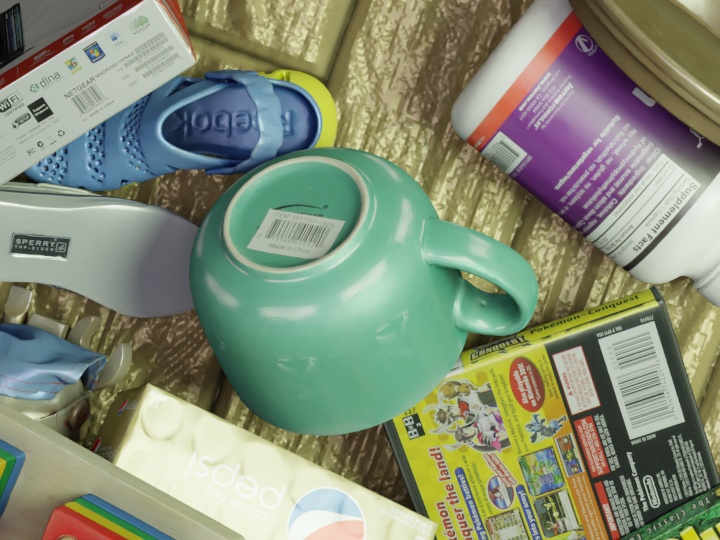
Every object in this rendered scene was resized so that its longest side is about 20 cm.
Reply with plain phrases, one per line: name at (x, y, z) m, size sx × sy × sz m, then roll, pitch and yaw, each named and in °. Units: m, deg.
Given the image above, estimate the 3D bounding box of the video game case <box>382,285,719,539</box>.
video game case at (0.122, 0.126, 1.337) m, size 0.180 × 0.026 × 0.200 m, roll -19°, pitch 113°, yaw 3°

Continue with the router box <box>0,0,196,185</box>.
router box at (-0.200, -0.116, 1.292) m, size 0.200 × 0.180 × 0.049 m, roll -32°, pitch 116°, yaw 3°

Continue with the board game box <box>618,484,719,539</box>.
board game box at (0.225, 0.181, 1.344) m, size 0.200 × 0.023 × 0.105 m, roll -30°, pitch 111°, yaw 9°

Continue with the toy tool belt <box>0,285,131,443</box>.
toy tool belt at (-0.204, 0.067, 1.331) m, size 0.200 × 0.125 × 0.123 m, roll 15°, pitch 98°, yaw 7°

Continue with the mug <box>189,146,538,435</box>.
mug at (-0.008, -0.004, 1.287) m, size 0.185 × 0.115 × 0.152 m, roll -27°, pitch 48°, yaw -4°

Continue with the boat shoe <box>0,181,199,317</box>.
boat shoe at (-0.183, -0.019, 1.346) m, size 0.200 × 0.066 × 0.072 m, roll 4°, pitch 110°, yaw -24°

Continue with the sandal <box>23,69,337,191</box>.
sandal at (-0.117, -0.089, 1.338) m, size 0.200 × 0.087 × 0.080 m, roll -8°, pitch 95°, yaw 5°

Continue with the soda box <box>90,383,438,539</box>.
soda box at (-0.060, 0.138, 1.294) m, size 0.200 × 0.064 × 0.068 m, roll 28°, pitch 73°, yaw -17°

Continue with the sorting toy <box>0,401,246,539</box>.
sorting toy at (-0.195, 0.194, 1.216) m, size 0.200 × 0.070 × 0.199 m, roll 27°, pitch 102°, yaw 14°

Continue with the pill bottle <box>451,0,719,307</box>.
pill bottle at (0.159, -0.070, 1.312) m, size 0.200 × 0.112 × 0.113 m, roll 39°, pitch 94°, yaw 0°

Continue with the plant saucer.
plant saucer at (0.191, -0.127, 1.266) m, size 0.200 × 0.200 × 0.029 m, roll 40°, pitch 115°, yaw 0°
